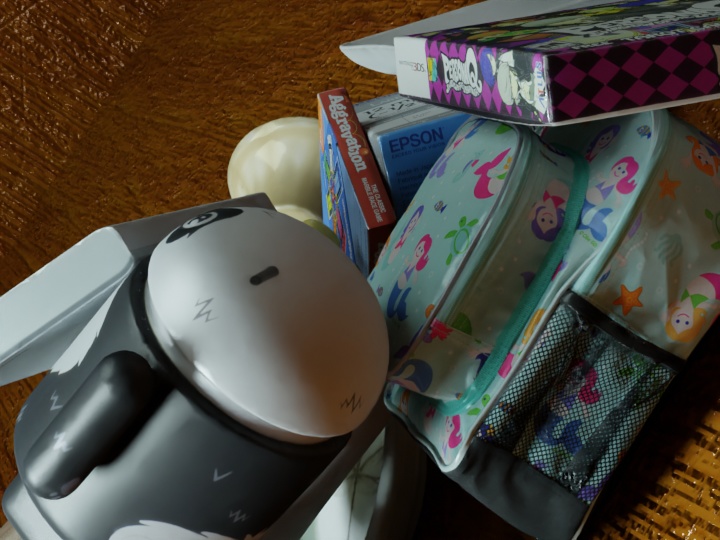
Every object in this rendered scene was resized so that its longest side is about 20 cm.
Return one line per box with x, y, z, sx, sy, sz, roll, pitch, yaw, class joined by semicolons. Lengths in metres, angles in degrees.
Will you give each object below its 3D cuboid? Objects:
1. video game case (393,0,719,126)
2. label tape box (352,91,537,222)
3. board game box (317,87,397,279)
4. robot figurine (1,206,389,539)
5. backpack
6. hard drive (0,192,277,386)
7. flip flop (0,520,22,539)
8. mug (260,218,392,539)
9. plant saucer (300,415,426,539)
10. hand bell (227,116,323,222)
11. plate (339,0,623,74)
0.139;-0.104;1.117;0.181;0.200;0.036;-159;59;-69;video game case
0.064;-0.080;1.399;0.143;0.066;0.200;-16;15;-8;label tape box
0.000;0.000;1.380;0.200;0.019;0.103;88;164;-52;board game box
-0.076;0.061;1.078;0.200;0.125;0.150;-48;20;27;robot figurine
0.093;0.006;1.135;0.200;0.151;0.178;-51;15;2;backpack
-0.126;0.012;1.182;0.132;0.027;0.200;-34;-5;18;hard drive
-0.191;0.177;1.371;0.200;0.058;0.081;-54;48;24;flip flop
-0.065;0.055;1.259;0.153;0.149;0.187;-45;51;37;mug
-0.009;0.120;1.333;0.200;0.050;0.200;-43;40;51;plant saucer
-0.049;0.002;1.475;0.104;0.104;0.200;-47;17;34;hand bell
0.105;-0.145;1.425;0.200;0.032;0.200;-17;10;-13;plate
